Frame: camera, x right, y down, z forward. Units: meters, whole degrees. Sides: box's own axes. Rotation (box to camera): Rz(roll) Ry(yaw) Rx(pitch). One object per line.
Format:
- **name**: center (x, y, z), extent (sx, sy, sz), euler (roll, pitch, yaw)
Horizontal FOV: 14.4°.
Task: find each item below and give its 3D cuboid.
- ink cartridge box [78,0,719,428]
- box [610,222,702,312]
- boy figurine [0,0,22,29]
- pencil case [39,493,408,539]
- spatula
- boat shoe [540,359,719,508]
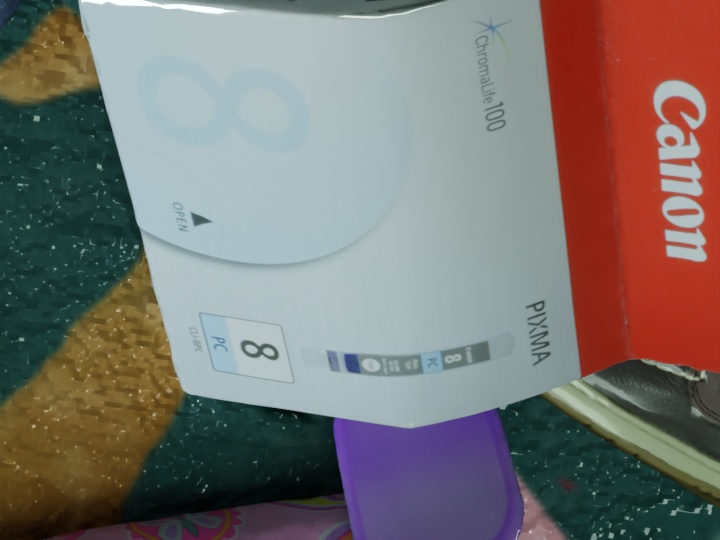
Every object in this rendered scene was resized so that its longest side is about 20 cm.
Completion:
- **ink cartridge box**: center (0.034, -0.018, 0.780), extent (0.200, 0.047, 0.160), euler (9, 138, 19)
- **box**: center (0.086, -0.068, 0.842), extent (0.200, 0.100, 0.095), euler (37, 106, -20)
- **boy figurine**: center (-0.089, -0.131, 0.786), extent (0.064, 0.124, 0.200), euler (22, 105, -34)
- **pencil case**: center (-0.068, 0.125, 0.926), extent (0.200, 0.087, 0.088), euler (-11, 115, 0)
- **spatula**: center (0.000, 0.000, 0.875), extent (0.056, 0.021, 0.200), euler (-16, 95, 17)
- **boat shoe**: center (0.122, 0.041, 0.916), extent (0.201, 0.072, 0.066), euler (30, 95, -14)
